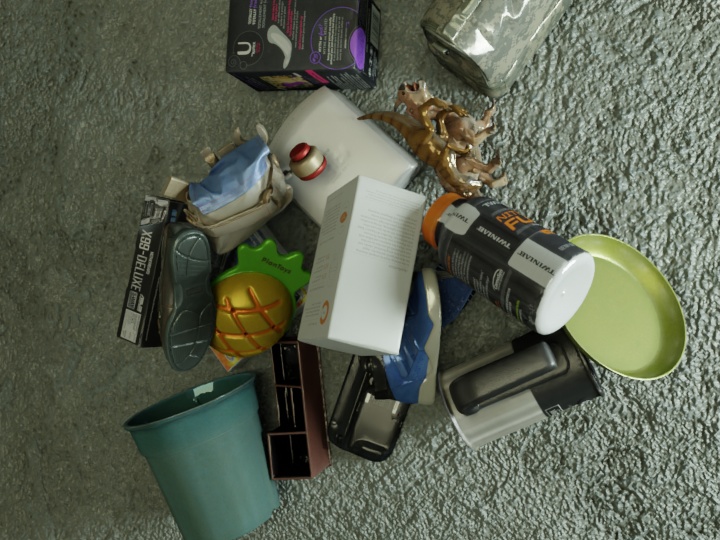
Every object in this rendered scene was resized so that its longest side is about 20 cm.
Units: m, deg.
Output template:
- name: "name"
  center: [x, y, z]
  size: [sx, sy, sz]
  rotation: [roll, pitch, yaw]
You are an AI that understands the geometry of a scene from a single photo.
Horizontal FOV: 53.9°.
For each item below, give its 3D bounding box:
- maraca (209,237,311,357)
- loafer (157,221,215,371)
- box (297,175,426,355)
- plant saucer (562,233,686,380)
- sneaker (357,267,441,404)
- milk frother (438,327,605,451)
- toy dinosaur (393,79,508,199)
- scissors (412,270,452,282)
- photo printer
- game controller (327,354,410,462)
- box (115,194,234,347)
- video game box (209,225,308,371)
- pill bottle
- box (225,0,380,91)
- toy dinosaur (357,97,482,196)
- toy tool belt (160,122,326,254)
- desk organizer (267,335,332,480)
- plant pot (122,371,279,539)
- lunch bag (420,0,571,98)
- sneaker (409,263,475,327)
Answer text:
- name: "maraca"
  center: [-0.151, 0.042, 0.990]
  size: [0.136, 0.107, 0.201]
  rotation: [22, 117, -27]
- name: "loafer"
  center: [-0.234, 0.033, 0.934]
  size: [0.063, 0.071, 0.202]
  rotation: [31, 121, 44]
- name: "box"
  center: [0.000, 0.000, 0.897]
  size: [0.097, 0.124, 0.202]
  rotation: [15, 78, -19]
- name: "plant saucer"
  center: [0.316, 0.047, 0.886]
  size: [0.200, 0.199, 0.031]
  rotation: [49, 145, 10]
- name: "sneaker"
  center: [0.049, 0.091, 0.951]
  size: [0.110, 0.077, 0.202]
  rotation: [2, 118, 1]
- name: "milk frother"
  center: [0.188, 0.100, 0.935]
  size: [0.187, 0.181, 0.201]
  rotation: [-27, 50, 15]
- name: "toy dinosaur"
  center: [0.125, -0.162, 0.972]
  size: [0.134, 0.086, 0.202]
  rotation: [-10, 91, 16]
- name: "scissors"
  center: [0.055, 0.016, 0.992]
  size: [0.199, 0.014, 0.074]
  rotation: [15, 95, 39]
- name: "photo printer"
  center: [-0.036, -0.155, 1.027]
  size: [0.200, 0.069, 0.167]
  rotation: [44, 102, 12]
- name: "game controller"
  center: [0.024, 0.178, 1.036]
  size: [0.103, 0.042, 0.202]
  rotation: [19, 97, 1]
- name: "box"
  center: [-0.253, 0.004, 1.002]
  size: [0.049, 0.157, 0.202]
  rotation: [15, 94, 28]
- name: "video game box"
  center: [-0.192, 0.020, 1.091]
  size: [0.182, 0.047, 0.200]
  rotation: [-42, 79, 15]
- name: "pill bottle"
  center: [0.164, -0.019, 0.834]
  size: [0.200, 0.106, 0.107]
  rotation: [36, 101, 36]
- name: "box"
  center: [-0.081, -0.332, 1.019]
  size: [0.198, 0.106, 0.124]
  rotation: [4, 90, 17]
- name: "toy dinosaur"
  center: [0.079, -0.176, 0.915]
  size: [0.200, 0.060, 0.107]
  rotation: [43, 121, 12]
- name: "toy tool belt"
  center: [-0.151, -0.127, 0.930]
  size: [0.200, 0.125, 0.123]
  rotation: [-39, 124, -3]
- name: "desk organizer"
  center: [-0.097, 0.201, 1.047]
  size: [0.071, 0.077, 0.202]
  rotation: [-7, 89, 17]
- name: "plant pot"
  center: [-0.218, 0.278, 1.035]
  size: [0.198, 0.200, 0.198]
  rotation: [-17, 94, 16]
- name: "lunch bag"
  center: [0.175, -0.347, 0.910]
  size: [0.139, 0.168, 0.201]
  rotation: [39, 101, 12]
- name: "sneaker"
  center: [0.140, 0.008, 0.982]
  size: [0.070, 0.078, 0.200]
  rotation: [46, 124, 9]
